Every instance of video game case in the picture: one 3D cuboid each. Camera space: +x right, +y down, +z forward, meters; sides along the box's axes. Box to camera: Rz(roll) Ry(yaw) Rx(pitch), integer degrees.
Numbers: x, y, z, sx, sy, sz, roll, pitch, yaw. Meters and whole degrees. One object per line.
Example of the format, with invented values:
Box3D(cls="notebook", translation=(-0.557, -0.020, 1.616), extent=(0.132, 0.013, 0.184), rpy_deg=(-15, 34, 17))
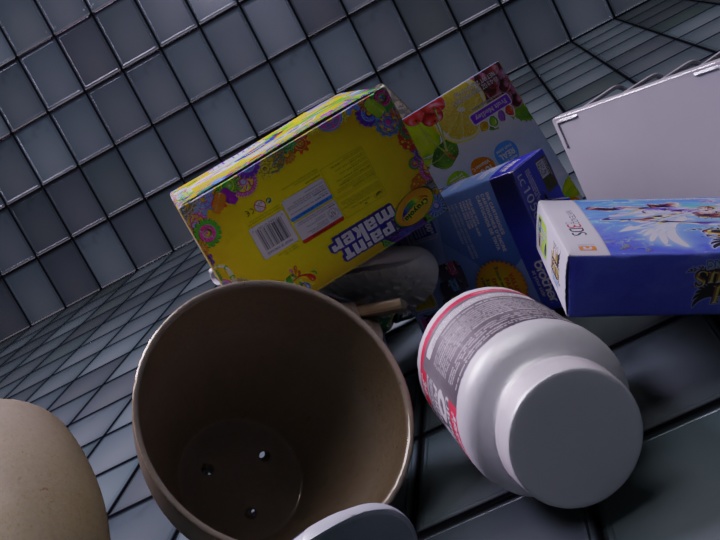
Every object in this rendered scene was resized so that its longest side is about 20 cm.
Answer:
Box3D(cls="video game case", translation=(0.233, -0.015, 0.792), extent=(0.197, 0.046, 0.181), rpy_deg=(-1, 15, 3))

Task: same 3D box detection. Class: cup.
Box3D(cls="cup", translation=(-0.271, 0.221, 0.854), extent=(0.199, 0.202, 0.143), rpy_deg=(-34, 39, -28))
Box3D(cls="cup", translation=(-0.076, 0.130, 0.815), extent=(0.200, 0.201, 0.144), rpy_deg=(-35, -14, -33))

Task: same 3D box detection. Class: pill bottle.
Box3D(cls="pill bottle", translation=(0.107, 0.079, 0.716), extent=(0.110, 0.112, 0.200), rpy_deg=(-29, 11, -3))

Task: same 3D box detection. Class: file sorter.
Box3D(cls="file sorter", translation=(0.315, -0.127, 1.057), extent=(0.124, 0.140, 0.199), rpy_deg=(-33, 12, -37))

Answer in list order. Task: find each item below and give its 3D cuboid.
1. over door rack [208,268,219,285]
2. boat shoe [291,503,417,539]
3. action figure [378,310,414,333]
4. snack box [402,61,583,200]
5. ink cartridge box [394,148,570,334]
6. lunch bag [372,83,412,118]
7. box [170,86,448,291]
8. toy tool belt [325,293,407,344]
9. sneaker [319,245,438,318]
Box3D(cls="over door rack", translation=(-0.187, -0.043, 2.090), extent=(0.147, 0.067, 0.199), rpy_deg=(-38, 14, -36))
Box3D(cls="boat shoe", translation=(-0.062, 0.203, 0.680), extent=(0.199, 0.071, 0.091), rpy_deg=(-34, 16, -16))
Box3D(cls="action figure", translation=(-0.020, 0.063, 1.187), extent=(0.198, 0.055, 0.119), rpy_deg=(-20, -39, -29))
Box3D(cls="snack box", translation=(0.126, -0.091, 1.177), extent=(0.168, 0.201, 0.068), rpy_deg=(-33, 2, -20))
Box3D(cls="ink cartridge box", translation=(0.129, -0.024, 1.044), extent=(0.199, 0.138, 0.076), rpy_deg=(-19, 10, 38))
Box3D(cls="lunch bag", translation=(0.018, -0.339, 2.720), extent=(0.168, 0.139, 0.200), rpy_deg=(-51, 16, -19))
Box3D(cls="box", translation=(-0.055, -0.063, 1.000), extent=(0.199, 0.123, 0.193), rpy_deg=(-31, 13, -6))
Box3D(cls="toy tool belt", translation=(-0.020, 0.087, 1.012), extent=(0.122, 0.126, 0.200), rpy_deg=(-24, -19, -16))
Box3D(cls="sneaker", translation=(0.000, 0.000, 1.056), extent=(0.199, 0.076, 0.081), rpy_deg=(-17, 45, 47))
